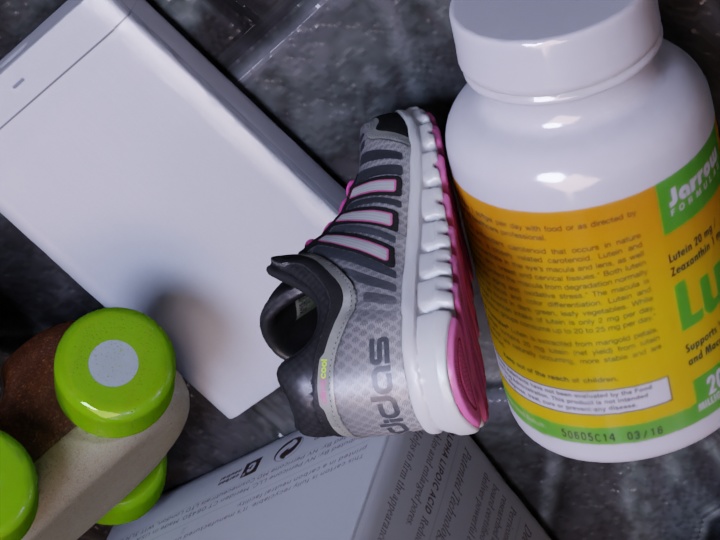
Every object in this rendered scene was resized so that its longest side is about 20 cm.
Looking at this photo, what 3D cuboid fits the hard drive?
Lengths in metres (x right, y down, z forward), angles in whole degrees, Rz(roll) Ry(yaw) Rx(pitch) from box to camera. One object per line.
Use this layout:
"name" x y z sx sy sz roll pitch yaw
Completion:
"hard drive" -0.086 -0.030 1.101 0.200 0.027 0.132 43 125 -18

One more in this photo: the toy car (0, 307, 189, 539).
"toy car" -0.194 0.046 1.125 0.200 0.158 0.164 45 160 12

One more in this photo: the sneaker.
"sneaker" 0.000 0.000 0.986 0.087 0.200 0.074 -12 126 6

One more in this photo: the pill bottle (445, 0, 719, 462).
"pill bottle" 0.097 -0.030 0.997 0.110 0.111 0.201 -4 125 18

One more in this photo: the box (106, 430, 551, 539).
"box" -0.033 0.184 1.136 0.198 0.200 0.131 -26 114 29
